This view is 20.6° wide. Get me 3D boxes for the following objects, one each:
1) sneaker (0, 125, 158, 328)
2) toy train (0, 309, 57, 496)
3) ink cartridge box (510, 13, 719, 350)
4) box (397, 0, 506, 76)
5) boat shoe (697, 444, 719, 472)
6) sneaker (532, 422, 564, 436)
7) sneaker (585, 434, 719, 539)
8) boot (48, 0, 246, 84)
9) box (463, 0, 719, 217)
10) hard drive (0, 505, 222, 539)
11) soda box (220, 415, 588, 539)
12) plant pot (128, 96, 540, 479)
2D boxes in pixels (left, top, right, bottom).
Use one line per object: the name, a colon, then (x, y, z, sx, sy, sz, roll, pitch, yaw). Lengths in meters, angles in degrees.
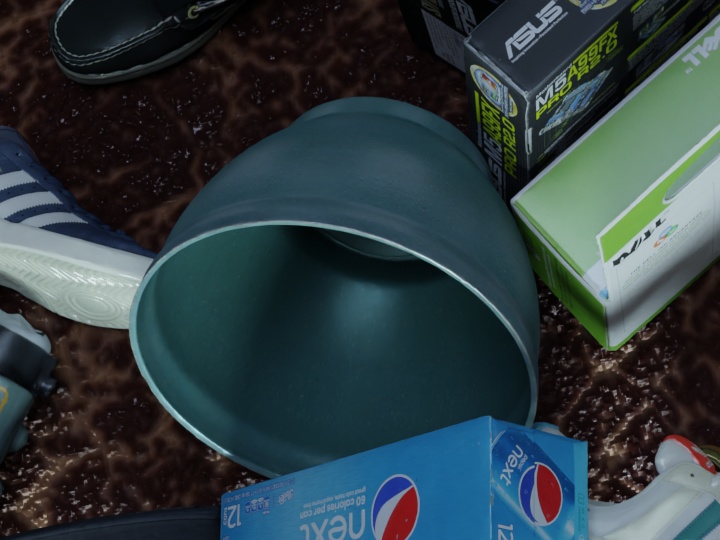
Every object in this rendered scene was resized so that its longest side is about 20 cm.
sneaker: (-0.175, -0.031, 1.074, 0.199, 0.075, 0.085, 15, 60, 6)
toy train: (-0.242, 0.098, 1.041, 0.114, 0.085, 0.201, 27, 75, -5)
ink cartridge box: (0.148, -0.057, 0.955, 0.148, 0.200, 0.076, -41, 71, -4)
box: (0.090, -0.197, 1.006, 0.086, 0.200, 0.164, 34, 81, 19)
boat shoe: (0.196, 0.179, 0.946, 0.072, 0.068, 0.201, -28, 71, 0)
sneaker: (0.088, 0.176, 0.970, 0.080, 0.077, 0.201, 8, 76, -4)
sneaker: (0.170, 0.118, 0.897, 0.199, 0.070, 0.094, -6, 77, 15)
boot: (-0.095, -0.189, 1.060, 0.203, 0.154, 0.074, -29, 71, 0)
box: (0.138, -0.128, 0.989, 0.200, 0.160, 0.044, -43, 70, -11)
hard drive: (-0.148, 0.190, 0.982, 0.199, 0.042, 0.136, -11, 70, -17)
soda box: (0.016, 0.126, 0.936, 0.200, 0.064, 0.068, -22, 60, 47)
plant pot: (0.000, 0.000, 0.984, 0.199, 0.201, 0.135, 7, 48, 12)
